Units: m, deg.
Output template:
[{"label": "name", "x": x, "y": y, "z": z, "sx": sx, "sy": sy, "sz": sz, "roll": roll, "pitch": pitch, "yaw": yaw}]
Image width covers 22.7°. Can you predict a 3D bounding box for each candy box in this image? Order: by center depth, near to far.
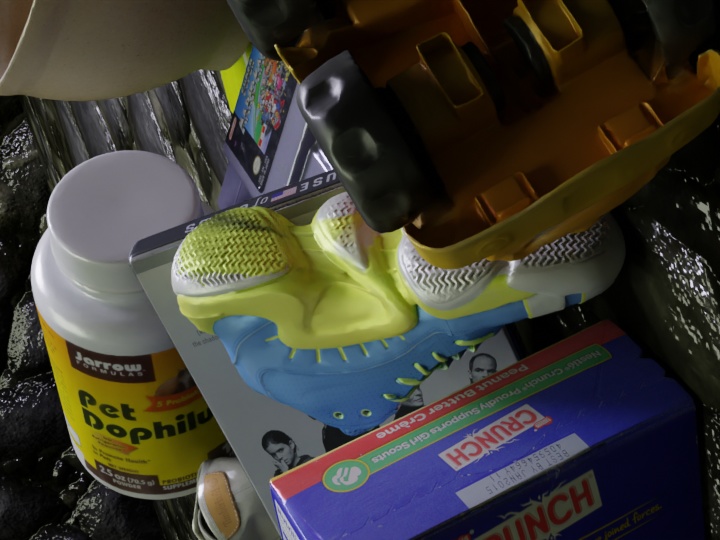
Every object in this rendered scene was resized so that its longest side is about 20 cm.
[{"label": "candy box", "x": 0.063, "y": 0.146, "z": 0.768, "sx": 0.077, "sy": 0.169, "sz": 0.200, "roll": 47, "pitch": 154, "yaw": 49}]

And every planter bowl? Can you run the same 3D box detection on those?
[{"label": "planter bowl", "x": -0.125, "y": -0.183, "z": 1.005, "sx": 0.200, "sy": 0.135, "sz": 0.200, "roll": -168, "pitch": 90, "yaw": -68}]

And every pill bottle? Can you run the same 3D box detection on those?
[{"label": "pill bottle", "x": -0.116, "y": 0.030, "z": 0.970, "sx": 0.200, "sy": 0.109, "sz": 0.109, "roll": 88, "pitch": 157, "yaw": -51}]

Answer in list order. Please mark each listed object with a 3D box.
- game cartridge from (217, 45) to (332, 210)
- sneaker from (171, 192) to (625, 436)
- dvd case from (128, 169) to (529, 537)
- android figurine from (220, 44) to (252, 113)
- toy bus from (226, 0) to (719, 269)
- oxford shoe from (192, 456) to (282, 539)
[{"label": "game cartridge", "x": -0.016, "y": -0.081, "z": 0.858, "sx": 0.130, "sy": 0.038, "sz": 0.200, "roll": 51, "pitch": 132, "yaw": 43}, {"label": "sneaker", "x": 0.022, "y": 0.017, "z": 0.771, "sx": 0.076, "sy": 0.200, "sz": 0.105, "roll": -66, "pitch": -33, "yaw": -43}, {"label": "dvd case", "x": 0.001, "y": 0.048, "z": 0.846, "sx": 0.025, "sy": 0.150, "sz": 0.200, "roll": -84, "pitch": -28, "yaw": -61}, {"label": "android figurine", "x": -0.032, "y": -0.087, "z": 1.058, "sx": 0.200, "sy": 0.041, "sz": 0.182, "roll": 42, "pitch": 151, "yaw": 56}, {"label": "toy bus", "x": 0.037, "y": -0.077, "z": 0.656, "sx": 0.200, "sy": 0.136, "sz": 0.192, "roll": 60, "pitch": 177, "yaw": 25}, {"label": "oxford shoe", "x": -0.064, "y": 0.144, "z": 1.003, "sx": 0.200, "sy": 0.058, "sz": 0.075, "roll": 97, "pitch": 151, "yaw": -68}]
